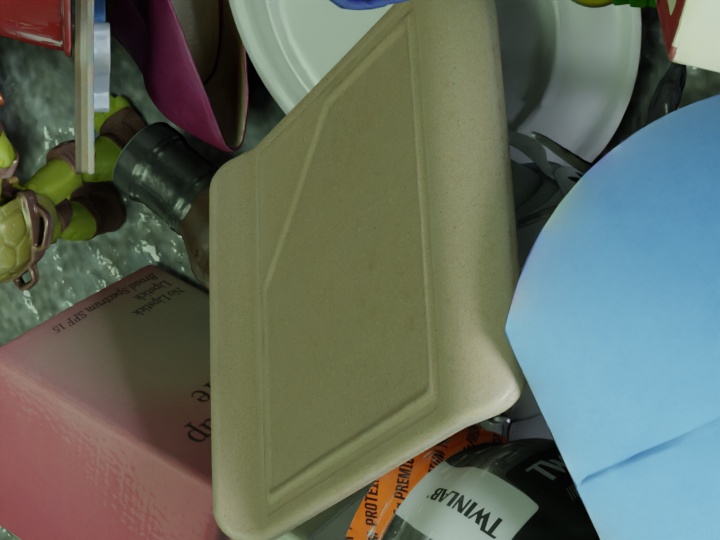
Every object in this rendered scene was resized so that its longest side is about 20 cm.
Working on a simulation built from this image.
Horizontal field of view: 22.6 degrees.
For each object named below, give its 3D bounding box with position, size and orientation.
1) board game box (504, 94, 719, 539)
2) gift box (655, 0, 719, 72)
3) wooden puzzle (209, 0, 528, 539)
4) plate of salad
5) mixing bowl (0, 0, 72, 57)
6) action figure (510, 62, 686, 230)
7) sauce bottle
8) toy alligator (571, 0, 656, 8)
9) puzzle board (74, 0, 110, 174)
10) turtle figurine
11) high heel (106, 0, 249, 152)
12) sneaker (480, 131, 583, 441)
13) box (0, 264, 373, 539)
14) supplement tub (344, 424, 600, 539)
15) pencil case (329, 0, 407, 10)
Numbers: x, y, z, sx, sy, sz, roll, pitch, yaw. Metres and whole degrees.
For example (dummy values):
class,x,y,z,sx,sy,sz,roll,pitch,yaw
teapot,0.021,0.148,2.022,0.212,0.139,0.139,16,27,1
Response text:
class,x,y,z,sx,sy,sz,roll,pitch,yaw
board game box,0.146,0.040,0.608,0.158,0.039,0.201,-27,83,19
gift box,0.191,-0.121,0.522,0.186,0.185,0.201,13,117,2
wooden puzzle,0.000,0.000,0.735,0.200,0.037,0.186,-34,52,50
plate of salad,0.029,-0.119,0.765,0.199,0.048,0.201,17,125,25
mixing bowl,-0.178,-0.193,0.781,0.108,0.200,0.201,-1,120,-8
action figure,0.161,-0.012,0.667,0.199,0.102,0.119,15,96,14
sauce bottle,-0.037,0.001,0.871,0.200,0.065,0.065,39,131,15
toy alligator,0.135,-0.123,0.661,0.199,0.059,0.055,5,91,8
puzzle board,-0.121,-0.167,0.813,0.017,0.151,0.201,0,127,-9
turtle figurine,-0.172,-0.033,0.895,0.064,0.161,0.201,31,128,22
high heel,-0.068,-0.147,0.813,0.096,0.067,0.200,48,138,23
sneaker,0.066,0.031,0.777,0.115,0.075,0.200,27,125,-3
box,-0.076,0.101,0.911,0.200,0.128,0.109,27,126,25
supplement tub,0.094,0.144,0.688,0.200,0.122,0.123,30,128,33
pencil case,-0.010,-0.190,0.671,0.087,0.078,0.201,-49,52,37
